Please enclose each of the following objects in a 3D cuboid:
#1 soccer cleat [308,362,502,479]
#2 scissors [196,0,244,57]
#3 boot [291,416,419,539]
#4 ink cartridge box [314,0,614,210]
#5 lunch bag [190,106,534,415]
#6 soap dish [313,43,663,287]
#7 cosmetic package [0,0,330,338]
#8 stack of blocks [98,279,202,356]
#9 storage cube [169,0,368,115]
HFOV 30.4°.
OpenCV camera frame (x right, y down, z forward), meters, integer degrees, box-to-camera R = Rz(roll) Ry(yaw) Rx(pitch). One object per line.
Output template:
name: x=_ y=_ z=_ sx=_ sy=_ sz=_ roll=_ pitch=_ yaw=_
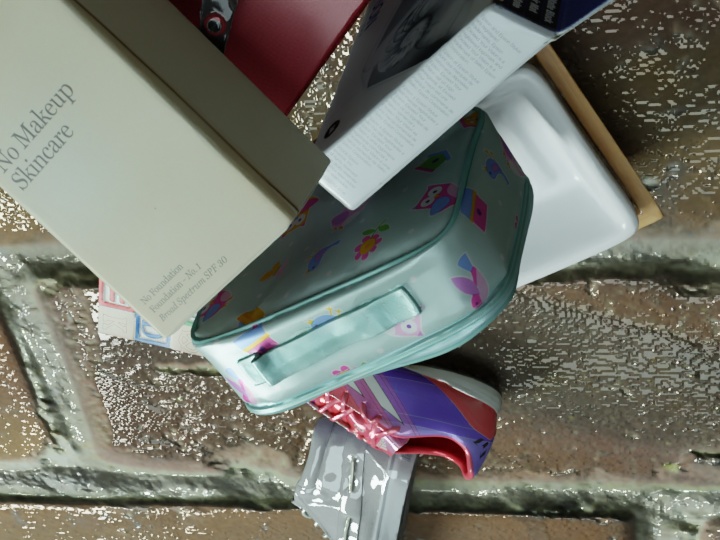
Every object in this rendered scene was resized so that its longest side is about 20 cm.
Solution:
soccer cleat: x=0.007 y=0.099 z=1.003 sx=0.199 sy=0.073 sz=0.068 roll=16 pitch=155 yaw=-2
scissors: x=-0.072 y=-0.132 z=0.629 sx=0.073 sy=0.014 sz=0.200 roll=25 pitch=118 yaw=-13
boot: x=-0.011 y=0.204 z=1.112 sx=0.095 sy=0.074 sz=0.201 roll=15 pitch=122 yaw=8
ink cartridge box: x=0.064 y=-0.151 z=0.713 sx=0.041 sy=0.200 sz=0.200 roll=40 pitch=127 yaw=-19
lunch bag: x=0.000 y=0.000 z=0.771 sx=0.199 sy=0.161 sz=0.077 roll=-25 pitch=119 yaw=29
soap dish: x=0.072 y=-0.061 z=0.863 sx=0.199 sy=0.081 sz=0.157 roll=-25 pitch=120 yaw=28
cosmetic package: x=-0.123 y=-0.077 z=0.622 sx=0.200 sy=0.073 sz=0.103 roll=43 pitch=120 yaw=-10
stack of blocks: x=-0.122 y=-0.035 z=0.941 sx=0.115 sy=0.059 sz=0.201 roll=12 pitch=130 yaw=3
storage cube: x=-0.094 y=-0.174 z=0.729 sx=0.171 sy=0.200 sz=0.180 roll=32 pitch=121 yaw=-13
